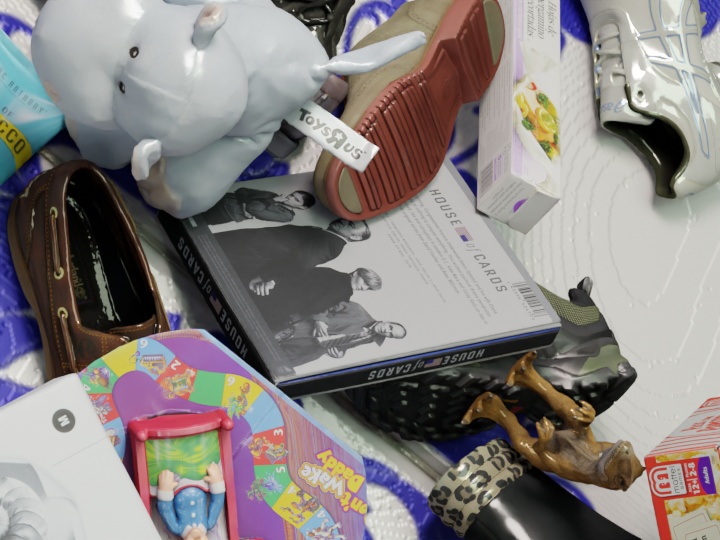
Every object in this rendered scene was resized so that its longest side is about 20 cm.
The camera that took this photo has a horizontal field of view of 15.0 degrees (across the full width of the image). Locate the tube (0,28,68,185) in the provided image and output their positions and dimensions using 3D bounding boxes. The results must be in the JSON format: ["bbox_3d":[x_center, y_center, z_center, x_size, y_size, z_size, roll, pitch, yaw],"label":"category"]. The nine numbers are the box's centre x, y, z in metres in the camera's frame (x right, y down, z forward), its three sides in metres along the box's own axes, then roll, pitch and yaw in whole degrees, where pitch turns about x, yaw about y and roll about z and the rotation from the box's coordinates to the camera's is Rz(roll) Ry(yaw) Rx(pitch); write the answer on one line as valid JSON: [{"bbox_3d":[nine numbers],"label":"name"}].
[{"bbox_3d":[-0.232,-0.054,1.493,0.078,0.050,0.200,51,48,-18],"label":"tube"}]

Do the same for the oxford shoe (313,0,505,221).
[{"bbox_3d":[0.016,-0.098,1.651,0.200,0.074,0.071,-50,135,-42],"label":"oxford shoe"}]

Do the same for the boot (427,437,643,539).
[{"bbox_3d":[0.135,0.162,1.638,0.154,0.074,0.203,44,22,15],"label":"boot"}]

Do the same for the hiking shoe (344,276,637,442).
[{"bbox_3d":[0.067,0.044,1.653,0.199,0.076,0.101,3,52,-32],"label":"hiking shoe"}]

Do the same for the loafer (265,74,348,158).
[{"bbox_3d":[-0.077,-0.161,1.594,0.201,0.063,0.072,58,11,13],"label":"loafer"}]

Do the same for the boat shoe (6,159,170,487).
[{"bbox_3d":[-0.138,0.038,1.506,0.070,0.070,0.201,-21,87,-38],"label":"boat shoe"}]

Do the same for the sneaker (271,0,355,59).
[{"bbox_3d":[-0.030,-0.182,1.646,0.076,0.084,0.201,16,69,-27],"label":"sneaker"}]

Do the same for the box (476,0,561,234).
[{"bbox_3d":[0.099,-0.111,1.702,0.039,0.041,0.201,27,41,-23],"label":"box"}]

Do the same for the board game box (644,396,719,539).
[{"bbox_3d":[0.223,0.183,1.577,0.151,0.046,0.202,-24,103,-67],"label":"board game box"}]

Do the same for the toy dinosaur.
[{"bbox_3d":[0.116,0.101,1.599,0.106,0.200,0.060,43,92,-6],"label":"toy dinosaur"}]

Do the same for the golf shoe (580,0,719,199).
[{"bbox_3d":[0.183,-0.139,1.787,0.097,0.078,0.201,-39,96,-31],"label":"golf shoe"}]

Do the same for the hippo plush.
[{"bbox_3d":[-0.102,-0.090,1.476,0.199,0.160,0.161,28,21,10],"label":"hippo plush"}]

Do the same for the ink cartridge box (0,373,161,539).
[{"bbox_3d":[-0.189,0.183,1.402,0.199,0.041,0.201,-29,91,-21],"label":"ink cartridge box"}]

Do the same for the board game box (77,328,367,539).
[{"bbox_3d":[-0.086,0.132,1.476,0.200,0.039,0.158,40,87,-18],"label":"board game box"}]

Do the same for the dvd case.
[{"bbox_3d":[0.000,0.000,1.592,0.199,0.025,0.151,-9,51,-32],"label":"dvd case"}]
